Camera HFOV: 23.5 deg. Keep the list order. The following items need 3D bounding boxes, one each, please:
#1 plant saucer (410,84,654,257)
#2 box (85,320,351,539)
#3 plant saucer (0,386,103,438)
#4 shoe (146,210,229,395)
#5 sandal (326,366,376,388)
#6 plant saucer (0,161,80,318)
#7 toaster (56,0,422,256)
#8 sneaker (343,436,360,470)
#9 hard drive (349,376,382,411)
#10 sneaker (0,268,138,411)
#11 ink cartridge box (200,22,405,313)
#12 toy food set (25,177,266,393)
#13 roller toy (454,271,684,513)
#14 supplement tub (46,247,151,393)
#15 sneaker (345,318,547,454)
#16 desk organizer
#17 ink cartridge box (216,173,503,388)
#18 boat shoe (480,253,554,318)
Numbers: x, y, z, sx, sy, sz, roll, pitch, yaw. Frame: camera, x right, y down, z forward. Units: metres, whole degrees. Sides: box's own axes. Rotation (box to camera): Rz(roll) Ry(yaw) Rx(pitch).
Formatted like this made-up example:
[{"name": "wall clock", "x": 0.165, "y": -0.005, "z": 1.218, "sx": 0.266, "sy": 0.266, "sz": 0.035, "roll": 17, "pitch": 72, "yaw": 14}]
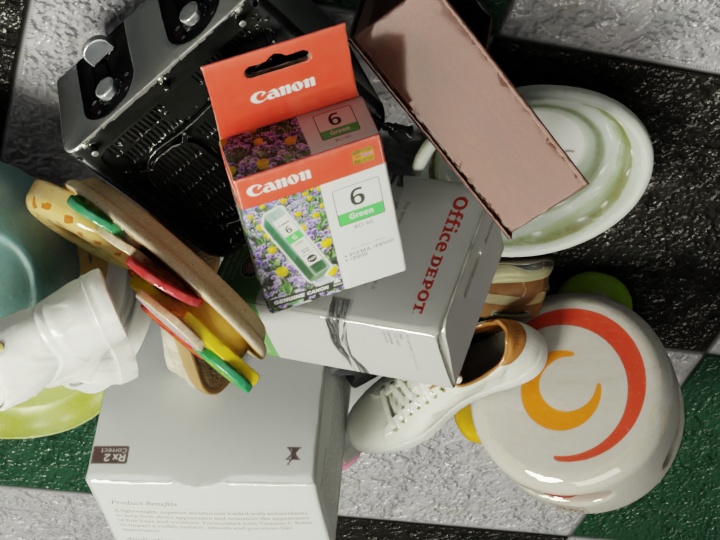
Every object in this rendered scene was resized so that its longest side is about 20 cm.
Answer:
[{"name": "plant saucer", "x": 0.137, "y": -0.091, "z": 1.410, "sx": 0.198, "sy": 0.051, "sz": 0.201, "roll": -3, "pitch": 142, "yaw": -2}, {"name": "box", "x": -0.117, "y": 0.134, "z": 1.521, "sx": 0.197, "sy": 0.201, "sz": 0.131, "roll": 0, "pitch": 143, "yaw": 8}, {"name": "plant saucer", "x": -0.322, "y": 0.087, "z": 1.591, "sx": 0.198, "sy": 0.031, "sz": 0.201, "roll": -4, "pitch": 141, "yaw": -3}, {"name": "shoe", "x": -0.148, "y": 0.014, "z": 1.414, "sx": 0.053, "sy": 0.070, "sz": 0.202, "roll": 21, "pitch": 132, "yaw": 37}, {"name": "sandal", "x": 0.009, "y": 0.062, "z": 1.504, "sx": 0.076, "sy": 0.043, "sz": 0.200, "roll": -30, "pitch": 169, "yaw": 3}, {"name": "plant saucer", "x": -0.296, "y": 0.017, "z": 1.288, "sx": 0.199, "sy": 0.039, "sz": 0.203, "roll": -10, "pitch": 110, "yaw": -29}, {"name": "toaster", "x": -0.094, "y": -0.123, "z": 1.258, "sx": 0.180, "sy": 0.119, "sz": 0.200, "roll": -38, "pitch": 133, "yaw": 16}, {"name": "sneaker", "x": -0.092, "y": 0.186, "z": 1.727, "sx": 0.198, "sy": 0.080, "sz": 0.095, "roll": -10, "pitch": 164, "yaw": 6}, {"name": "hard drive", "x": 0.017, "y": 0.069, "z": 1.616, "sx": 0.130, "sy": 0.026, "sz": 0.201, "roll": -1, "pitch": 141, "yaw": -6}, {"name": "sneaker", "x": -0.229, "y": 0.059, "z": 1.284, "sx": 0.115, "sy": 0.074, "sz": 0.200, "roll": -25, "pitch": 167, "yaw": -8}, {"name": "ink cartridge box", "x": -0.037, "y": -0.067, "z": 1.211, "sx": 0.108, "sy": 0.051, "sz": 0.201, "roll": -18, "pitch": 136, "yaw": -5}, {"name": "toy food set", "x": -0.147, "y": 0.004, "z": 1.257, "sx": 0.049, "sy": 0.198, "sz": 0.200, "roll": -49, "pitch": 122, "yaw": -9}, {"name": "roller toy", "x": 0.196, "y": 0.124, "z": 1.567, "sx": 0.199, "sy": 0.183, "sz": 0.140, "roll": -38, "pitch": 156, "yaw": 2}, {"name": "supplement tub", "x": -0.281, "y": 0.009, "z": 1.406, "sx": 0.199, "sy": 0.146, "sz": 0.144, "roll": 27, "pitch": 131, "yaw": -35}, {"name": "sneaker", "x": 0.059, "y": 0.092, "z": 1.508, "sx": 0.199, "sy": 0.073, "sz": 0.085, "roll": -31, "pitch": 150, "yaw": 18}, {"name": "desk organizer", "x": 0.084, "y": -0.130, "z": 1.281, "sx": 0.077, "sy": 0.072, "sz": 0.200, "roll": -31, "pitch": 112, "yaw": 24}, {"name": "ink cartridge box", "x": 0.000, "y": 0.000, "z": 1.375, "sx": 0.198, "sy": 0.147, "sz": 0.085, "roll": 10, "pitch": 147, "yaw": 21}, {"name": "boat shoe", "x": 0.070, "y": 0.017, "z": 1.500, "sx": 0.198, "sy": 0.076, "sz": 0.075, "roll": -1, "pitch": 114, "yaw": -5}]
